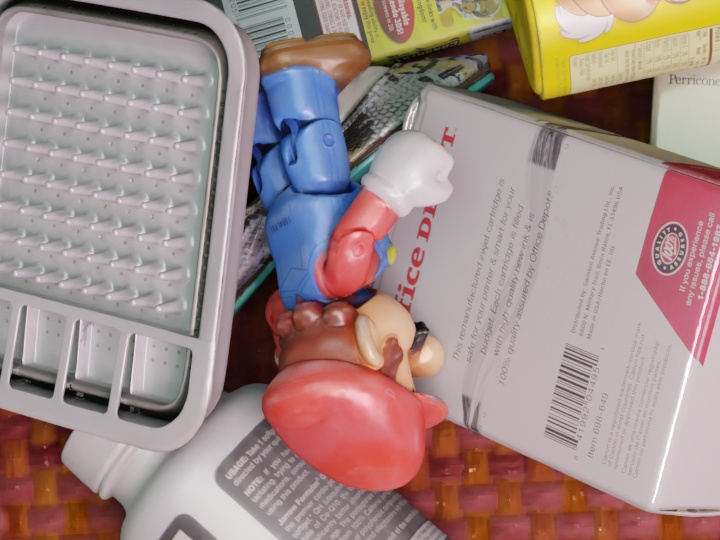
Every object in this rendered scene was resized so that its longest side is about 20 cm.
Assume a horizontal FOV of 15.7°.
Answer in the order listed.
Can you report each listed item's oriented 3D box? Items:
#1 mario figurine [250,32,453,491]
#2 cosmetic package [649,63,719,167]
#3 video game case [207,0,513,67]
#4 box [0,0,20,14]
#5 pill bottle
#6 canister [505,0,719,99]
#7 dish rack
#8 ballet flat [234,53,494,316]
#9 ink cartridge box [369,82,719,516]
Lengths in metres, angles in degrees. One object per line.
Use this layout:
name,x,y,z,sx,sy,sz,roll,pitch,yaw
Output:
mario figurine,0.000,0.000,1.180,0.105,0.123,0.202,-12,78,4
cosmetic package,0.184,0.003,1.237,0.104,0.071,0.202,1,87,7
video game case,-0.003,-0.201,1.295,0.179,0.026,0.202,-16,84,6
box,-0.175,-0.215,1.264,0.200,0.044,0.160,-48,47,2
pill bottle,-0.043,0.125,1.236,0.200,0.111,0.111,41,92,7
canister,0.163,-0.162,1.208,0.198,0.087,0.149,-12,52,-1
dish rack,-0.116,-0.030,1.189,0.171,0.043,0.202,13,100,34
ballet flat,-0.027,-0.053,1.264,0.200,0.072,0.072,-42,83,3
ink cartridge box,0.100,0.010,1.182,0.199,0.084,0.147,22,101,43
